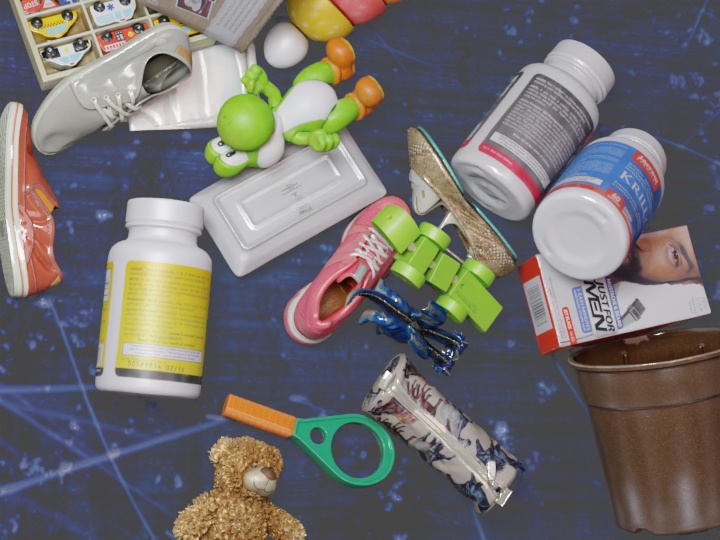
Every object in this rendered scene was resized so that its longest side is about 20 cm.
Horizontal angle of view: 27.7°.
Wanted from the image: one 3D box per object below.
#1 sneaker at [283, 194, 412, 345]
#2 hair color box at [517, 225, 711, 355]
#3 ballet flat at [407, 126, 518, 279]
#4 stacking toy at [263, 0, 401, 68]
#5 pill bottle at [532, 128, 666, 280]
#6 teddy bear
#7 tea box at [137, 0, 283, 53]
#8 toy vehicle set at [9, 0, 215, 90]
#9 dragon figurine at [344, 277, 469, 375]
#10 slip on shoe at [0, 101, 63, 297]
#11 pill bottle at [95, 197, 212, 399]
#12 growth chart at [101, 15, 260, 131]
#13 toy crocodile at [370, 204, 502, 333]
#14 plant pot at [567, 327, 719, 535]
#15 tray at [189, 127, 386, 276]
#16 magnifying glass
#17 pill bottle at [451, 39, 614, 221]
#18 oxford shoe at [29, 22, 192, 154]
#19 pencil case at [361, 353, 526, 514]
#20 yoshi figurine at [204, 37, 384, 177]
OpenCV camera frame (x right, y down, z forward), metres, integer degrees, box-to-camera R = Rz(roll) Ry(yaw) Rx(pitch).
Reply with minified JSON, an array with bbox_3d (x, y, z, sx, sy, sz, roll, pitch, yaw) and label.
[{"bbox_3d":[0.000,0.000,1.600,0.074,0.087,0.201,40,75,-10],"label":"sneaker"},{"bbox_3d":[0.295,0.022,1.696,0.199,0.064,0.112,-11,80,-19],"label":"hair color box"},{"bbox_3d":[0.099,-0.068,1.650,0.065,0.071,0.200,-37,93,-2],"label":"ballet flat"},{"bbox_3d":[-0.034,-0.303,1.611,0.146,0.146,0.200,43,90,-9],"label":"stacking toy"},{"bbox_3d":[0.278,-0.083,1.647,0.112,0.112,0.200,49,41,-7],"label":"pill bottle"},{"bbox_3d":[-0.130,0.278,1.544,0.145,0.067,0.201,34,76,-14],"label":"teddy bear"},{"bbox_3d":[-0.119,-0.371,1.514,0.133,0.200,0.198,25,63,-16],"label":"tea box"},{"bbox_3d":[-0.265,-0.277,1.558,0.199,0.027,0.125,-19,80,-21],"label":"toy vehicle set"},{"bbox_3d":[0.056,0.057,1.584,0.099,0.200,0.059,24,80,25],"label":"dragon figurine"},{"bbox_3d":[-0.344,-0.074,1.511,0.061,0.074,0.202,-7,92,-26],"label":"slip on shoe"},{"bbox_3d":[-0.212,0.030,1.519,0.110,0.111,0.202,7,84,-16],"label":"pill bottle"},{"bbox_3d":[-0.201,-0.215,1.594,0.198,0.018,0.146,0,84,-17],"label":"growth chart"},{"bbox_3d":[0.086,0.001,1.604,0.200,0.062,0.068,39,81,-34],"label":"toy crocodile"},{"bbox_3d":[0.348,0.181,1.646,0.199,0.200,0.200,-12,96,-18],"label":"plant pot"},{"bbox_3d":[-0.077,-0.085,1.604,0.199,0.022,0.108,-30,80,-17],"label":"tray"},{"bbox_3d":[-0.056,0.179,1.593,0.199,0.022,0.080,22,63,-15],"label":"magnifying glass"},{"bbox_3d":[0.202,-0.164,1.665,0.111,0.111,0.200,41,75,-10],"label":"pill bottle"},{"bbox_3d":[-0.258,-0.183,1.520,0.199,0.075,0.058,-34,57,1],"label":"oxford shoe"},{"bbox_3d":[0.088,0.180,1.610,0.200,0.089,0.078,43,75,-8],"label":"pencil case"},{"bbox_3d":[-0.077,-0.172,1.560,0.199,0.112,0.113,-33,121,-17],"label":"yoshi figurine"}]
